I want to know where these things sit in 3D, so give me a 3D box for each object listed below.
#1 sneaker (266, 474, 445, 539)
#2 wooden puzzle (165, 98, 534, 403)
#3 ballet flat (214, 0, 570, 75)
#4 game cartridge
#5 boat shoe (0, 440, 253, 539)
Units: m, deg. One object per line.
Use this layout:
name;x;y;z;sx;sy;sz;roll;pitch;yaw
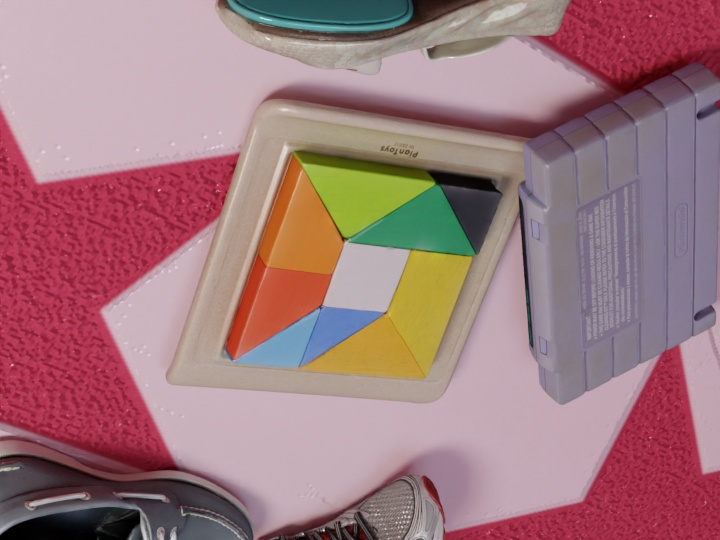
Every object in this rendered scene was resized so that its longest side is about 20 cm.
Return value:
sneaker;-0.028;0.202;1.128;0.200;0.078;0.082;-42;130;10
wooden puzzle;0.000;0.000;1.010;0.184;0.037;0.200;6;123;-28
ballet flat;0.023;-0.129;0.904;0.199;0.068;0.062;-11;139;-16
game cartridge;0.157;-0.018;1.055;0.129;0.038;0.200;-22;134;-14
boat shoe;-0.145;0.158;1.050;0.200;0.062;0.073;21;115;-35
